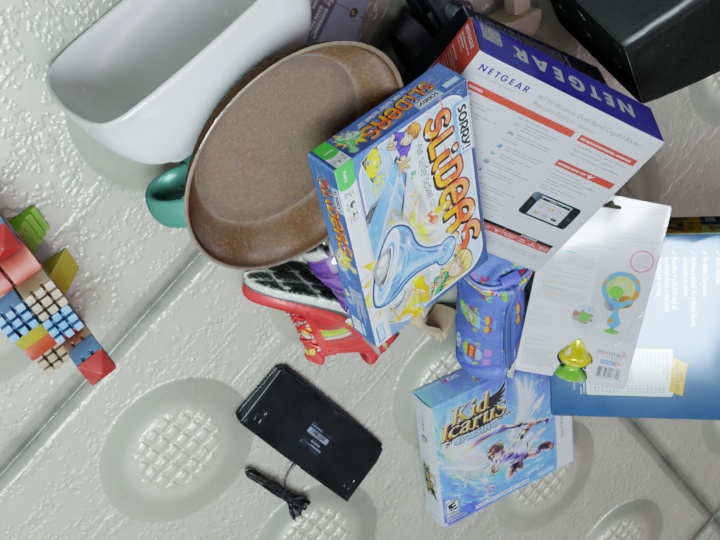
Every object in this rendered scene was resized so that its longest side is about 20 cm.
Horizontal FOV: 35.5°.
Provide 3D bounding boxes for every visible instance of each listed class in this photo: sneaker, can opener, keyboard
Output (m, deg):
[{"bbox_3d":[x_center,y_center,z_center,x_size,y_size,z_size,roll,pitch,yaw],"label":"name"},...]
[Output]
[{"bbox_3d":[0.000,0.000,1.005,0.080,0.084,0.200,-24,170,6],"label":"sneaker"},{"bbox_3d":[0.055,-0.254,1.014,0.079,0.063,0.200,-58,145,-20],"label":"can opener"},{"bbox_3d":[-0.039,0.052,1.120,0.200,0.077,0.085,21,106,-38],"label":"sneaker"},{"bbox_3d":[-0.065,0.194,1.208,0.127,0.021,0.200,-52,129,-8],"label":"keyboard"}]

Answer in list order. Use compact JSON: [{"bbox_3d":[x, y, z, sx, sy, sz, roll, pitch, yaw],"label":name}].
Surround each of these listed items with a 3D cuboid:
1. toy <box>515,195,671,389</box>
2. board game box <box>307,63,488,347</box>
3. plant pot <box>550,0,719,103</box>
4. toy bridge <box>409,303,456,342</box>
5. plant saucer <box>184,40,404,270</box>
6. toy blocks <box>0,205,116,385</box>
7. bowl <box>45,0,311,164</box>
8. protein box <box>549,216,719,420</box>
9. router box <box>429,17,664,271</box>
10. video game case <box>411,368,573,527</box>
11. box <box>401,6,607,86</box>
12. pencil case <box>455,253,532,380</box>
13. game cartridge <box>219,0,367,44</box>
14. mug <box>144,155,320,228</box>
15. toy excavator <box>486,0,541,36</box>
[{"bbox_3d":[0.231,0.015,1.132,0.115,0.047,0.201,10,109,4],"label":"toy"},{"bbox_3d":[0.037,-0.048,0.902,0.135,0.034,0.200,-38,140,-21],"label":"board game box"},{"bbox_3d":[0.284,-0.282,1.069,0.177,0.200,0.200,-41,156,7],"label":"plant pot"},{"bbox_3d":[0.067,0.018,1.145,0.067,0.027,0.200,-58,156,-25],"label":"toy bridge"},{"bbox_3d":[-0.054,-0.090,0.842,0.200,0.037,0.201,-29,144,-24],"label":"plant saucer"},{"bbox_3d":[-0.273,0.018,0.907,0.100,0.137,0.200,-37,127,-12],"label":"toy blocks"},{"bbox_3d":[-0.134,-0.166,0.864,0.200,0.200,0.075,-42,127,-7],"label":"bowl"},{"bbox_3d":[0.310,0.047,1.212,0.135,0.199,0.200,-32,120,-72],"label":"protein box"},{"bbox_3d":[0.127,-0.100,0.970,0.199,0.049,0.180,21,130,-26],"label":"router box"},{"bbox_3d":[0.163,0.188,1.338,0.199,0.045,0.182,-22,122,-22],"label":"video game case"},{"bbox_3d":[0.136,-0.138,1.077,0.199,0.107,0.148,12,136,-39],"label":"box"},{"bbox_3d":[0.141,0.043,1.187,0.078,0.087,0.200,-26,145,-14],"label":"pencil case"},{"bbox_3d":[-0.074,-0.197,0.997,0.133,0.042,0.201,20,101,-43],"label":"game cartridge"},{"bbox_3d":[-0.074,-0.096,0.951,0.152,0.114,0.186,22,100,-39],"label":"mug"},{"bbox_3d":[0.120,-0.316,1.034,0.200,0.100,0.195,-1,110,-47],"label":"toy excavator"}]
